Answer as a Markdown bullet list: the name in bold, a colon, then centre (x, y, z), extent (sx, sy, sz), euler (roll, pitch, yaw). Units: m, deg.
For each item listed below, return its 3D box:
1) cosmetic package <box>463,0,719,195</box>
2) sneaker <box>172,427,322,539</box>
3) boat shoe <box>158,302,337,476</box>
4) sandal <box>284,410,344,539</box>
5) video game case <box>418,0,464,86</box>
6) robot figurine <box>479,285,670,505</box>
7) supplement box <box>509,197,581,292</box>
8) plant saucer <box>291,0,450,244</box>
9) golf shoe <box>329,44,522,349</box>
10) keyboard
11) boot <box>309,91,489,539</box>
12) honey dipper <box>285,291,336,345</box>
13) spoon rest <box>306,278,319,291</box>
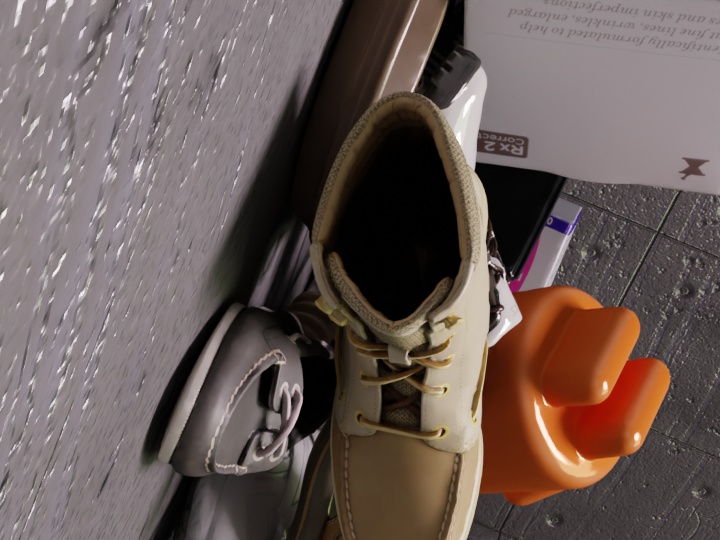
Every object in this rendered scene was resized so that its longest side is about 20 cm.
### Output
- **cosmetic package**: centre (0.154, -0.178, 0.806), extent (0.165, 0.164, 0.201), euler (84, 16, -56)
- **sneaker**: centre (-0.038, 0.124, 0.735), extent (0.200, 0.099, 0.078), euler (-62, 174, -64)
- **boat shoe**: centre (-0.038, 0.052, 0.601), extent (0.200, 0.057, 0.067), euler (-43, 156, -84)
- **sandal**: centre (-0.001, 0.130, 0.669), extent (0.201, 0.054, 0.080), euler (-62, 149, -3)
- **video game case**: centre (0.050, -0.121, 0.925), extent (0.183, 0.023, 0.200), euler (-67, 165, 4)
- **robot figurine**: centre (0.078, 0.074, 0.802), extent (0.199, 0.143, 0.117), euler (-10, -108, 43)
- **supplement box**: centre (0.074, 0.032, 0.992), extent (0.103, 0.101, 0.201), euler (-35, 147, -74)
- **plant saucer**: centre (0.013, -0.102, 0.645), extent (0.200, 0.029, 0.201), euler (23, 90, -87)
- **golf shoe**: centre (0.046, -0.014, 0.706), extent (0.078, 0.094, 0.201), euler (-57, 164, -64)
- **keyboard**: centre (0.085, -0.080, 0.869), extent (0.201, 0.104, 0.040), euler (-60, 169, -30)
- **boot**: centre (0.017, 0.037, 0.565), extent (0.155, 0.072, 0.201), euler (43, 55, -81)
- **honey dipper**: centre (0.000, 0.000, 0.826), extent (0.200, 0.038, 0.038), euler (-50, 165, -50)
- **spoon rest**: centre (-0.012, 0.014, 0.955), extent (0.200, 0.060, 0.100), euler (-87, -165, -55)
